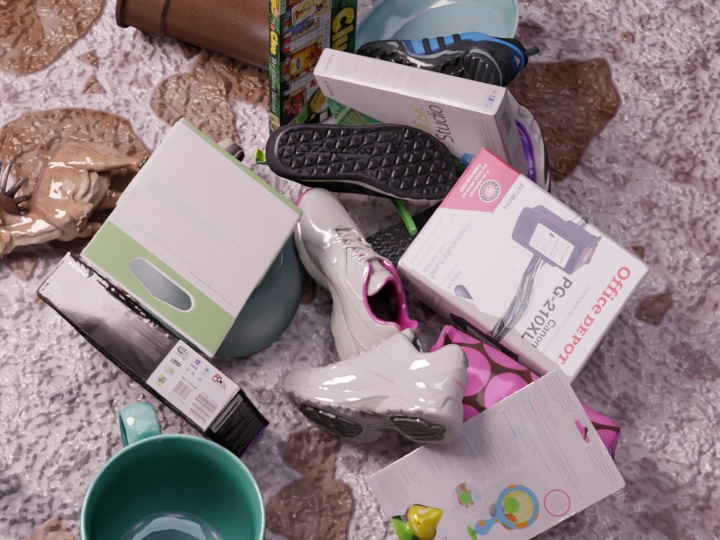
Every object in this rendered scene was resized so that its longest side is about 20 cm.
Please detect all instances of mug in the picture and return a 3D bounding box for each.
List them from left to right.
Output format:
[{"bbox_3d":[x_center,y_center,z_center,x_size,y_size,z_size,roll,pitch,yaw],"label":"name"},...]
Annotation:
[{"bbox_3d":[-0.153,0.218,1.214,0.151,0.115,0.186,14,54,2],"label":"mug"}]

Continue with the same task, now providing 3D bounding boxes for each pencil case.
[{"bbox_3d":[0.141,0.135,1.335,0.199,0.091,0.094,30,62,14],"label":"pencil case"}]

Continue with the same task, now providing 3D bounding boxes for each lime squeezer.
[{"bbox_3d":[-0.008,-0.101,1.486,0.199,0.038,0.071,27,38,24],"label":"lime squeezer"}]

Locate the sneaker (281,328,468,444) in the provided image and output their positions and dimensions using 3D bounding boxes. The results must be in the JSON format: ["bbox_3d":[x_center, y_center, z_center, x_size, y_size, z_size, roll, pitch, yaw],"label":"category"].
[{"bbox_3d":[0.019,0.099,1.305,0.199,0.078,0.100,2,57,36],"label":"sneaker"}]

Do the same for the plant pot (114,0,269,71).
[{"bbox_3d":[-0.130,-0.310,1.540,0.197,0.201,0.201,25,55,-2],"label":"plant pot"}]

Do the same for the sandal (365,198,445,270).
[{"bbox_3d":[0.089,-0.032,1.469,0.199,0.048,0.076,-18,61,-5],"label":"sandal"}]

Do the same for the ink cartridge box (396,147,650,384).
[{"bbox_3d":[0.154,0.004,1.386,0.200,0.084,0.145,36,80,6],"label":"ink cartridge box"}]

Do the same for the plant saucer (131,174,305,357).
[{"bbox_3d":[-0.128,-0.021,1.367,0.200,0.039,0.202,13,67,-31],"label":"plant saucer"}]

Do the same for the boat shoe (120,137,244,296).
[{"bbox_3d":[-0.162,-0.044,1.421,0.065,0.072,0.201,30,57,2],"label":"boat shoe"}]

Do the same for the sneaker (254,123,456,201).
[{"bbox_3d":[-0.004,-0.111,1.436,0.199,0.083,0.072,10,84,-10],"label":"sneaker"}]

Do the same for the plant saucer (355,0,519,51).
[{"bbox_3d":[0.082,-0.243,1.571,0.199,0.036,0.201,-14,50,17],"label":"plant saucer"}]

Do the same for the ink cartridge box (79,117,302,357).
[{"bbox_3d":[-0.152,-0.025,1.281,0.145,0.048,0.200,38,48,-10],"label":"ink cartridge box"}]

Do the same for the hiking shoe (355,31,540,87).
[{"bbox_3d":[0.083,-0.206,1.483,0.199,0.075,0.087,14,33,42],"label":"hiking shoe"}]

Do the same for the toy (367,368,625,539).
[{"bbox_3d":[0.119,0.185,1.274,0.199,0.047,0.116,-30,80,8],"label":"toy"}]

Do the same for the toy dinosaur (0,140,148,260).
[{"bbox_3d":[-0.291,-0.081,1.418,0.135,0.086,0.200,24,50,16],"label":"toy dinosaur"}]

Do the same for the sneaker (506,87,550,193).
[{"bbox_3d":[0.140,-0.141,1.541,0.083,0.081,0.201,-25,53,-6],"label":"sneaker"}]

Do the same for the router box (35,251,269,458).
[{"bbox_3d":[-0.181,0.079,1.280,0.200,0.149,0.051,37,79,15],"label":"router box"}]

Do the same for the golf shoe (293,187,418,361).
[{"bbox_3d":[0.000,0.000,1.379,0.075,0.092,0.201,-10,69,-38],"label":"golf shoe"}]

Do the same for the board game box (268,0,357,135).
[{"bbox_3d":[-0.049,-0.226,1.478,0.105,0.201,0.023,-35,60,-27],"label":"board game box"}]

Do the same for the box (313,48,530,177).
[{"bbox_3d":[0.062,-0.149,1.445,0.199,0.145,0.036,17,68,25],"label":"box"}]
